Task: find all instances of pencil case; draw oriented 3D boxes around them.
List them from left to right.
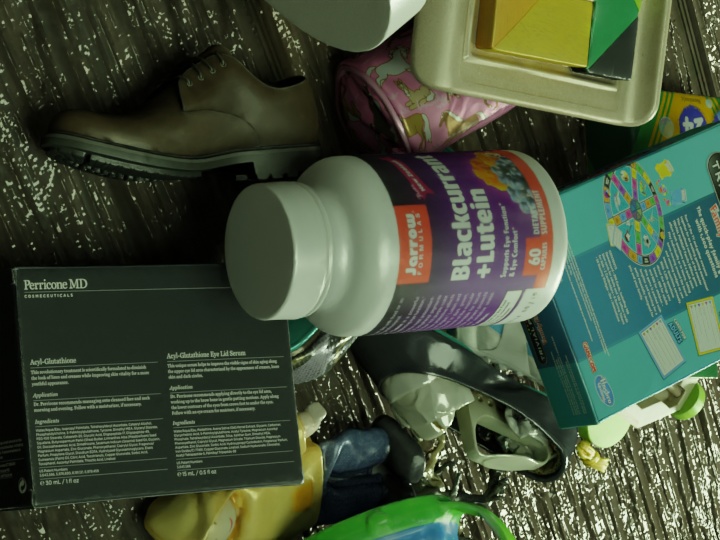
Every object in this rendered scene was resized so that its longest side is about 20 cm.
[{"bbox_3d":[0.077,-0.138,1.617,0.199,0.083,0.087,-32,124,-27],"label":"pencil case"}]

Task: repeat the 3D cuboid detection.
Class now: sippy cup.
[{"bbox_3d":[0.022,0.237,1.639,0.139,0.178,0.131,-8,68,-37],"label":"sippy cup"}]

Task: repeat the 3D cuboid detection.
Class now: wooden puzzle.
[{"bbox_3d":[0.128,-0.196,1.571,0.199,0.037,0.187,7,90,-36],"label":"wooden puzzle"}]

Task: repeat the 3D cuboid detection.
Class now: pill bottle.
[{"bbox_3d":[0.020,-0.017,1.515,0.199,0.111,0.112,-4,110,-34],"label":"pill bottle"}]

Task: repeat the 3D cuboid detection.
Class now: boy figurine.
[{"bbox_3d":[-0.051,0.146,1.632,0.199,0.064,0.125,-10,125,-39],"label":"boy figurine"}]

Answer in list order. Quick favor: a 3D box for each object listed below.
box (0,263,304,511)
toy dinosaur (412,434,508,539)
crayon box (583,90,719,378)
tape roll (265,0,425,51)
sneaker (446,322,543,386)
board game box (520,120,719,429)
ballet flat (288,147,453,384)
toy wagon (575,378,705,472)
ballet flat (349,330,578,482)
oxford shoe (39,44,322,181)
[{"bbox_3d":[-0.139,0.069,1.492,0.199,0.079,0.142,-1,85,-39],"label":"box"},{"bbox_3d":[0.068,0.190,1.762,0.088,0.047,0.201,-13,116,-19],"label":"toy dinosaur"},{"bbox_3d":[0.226,-0.025,1.752,0.125,0.051,0.202,3,82,-39],"label":"crayon box"},{"bbox_3d":[-0.041,-0.218,1.411,0.037,0.202,0.204,-40,128,-19],"label":"tape roll"},{"bbox_3d":[0.106,0.035,1.712,0.080,0.077,0.200,-31,125,13],"label":"sneaker"},{"bbox_3d":[0.194,0.001,1.661,0.199,0.047,0.152,-23,95,-33],"label":"board game box"},{"bbox_3d":[0.000,0.000,1.619,0.200,0.072,0.072,-47,130,-21],"label":"ballet flat"},{"bbox_3d":[0.211,0.055,1.830,0.155,0.039,0.201,38,82,-41],"label":"toy wagon"},{"bbox_3d":[0.070,0.093,1.677,0.199,0.073,0.073,28,88,-27],"label":"ballet flat"},{"bbox_3d":[-0.111,-0.096,1.497,0.199,0.072,0.085,-5,95,-42],"label":"oxford shoe"}]
